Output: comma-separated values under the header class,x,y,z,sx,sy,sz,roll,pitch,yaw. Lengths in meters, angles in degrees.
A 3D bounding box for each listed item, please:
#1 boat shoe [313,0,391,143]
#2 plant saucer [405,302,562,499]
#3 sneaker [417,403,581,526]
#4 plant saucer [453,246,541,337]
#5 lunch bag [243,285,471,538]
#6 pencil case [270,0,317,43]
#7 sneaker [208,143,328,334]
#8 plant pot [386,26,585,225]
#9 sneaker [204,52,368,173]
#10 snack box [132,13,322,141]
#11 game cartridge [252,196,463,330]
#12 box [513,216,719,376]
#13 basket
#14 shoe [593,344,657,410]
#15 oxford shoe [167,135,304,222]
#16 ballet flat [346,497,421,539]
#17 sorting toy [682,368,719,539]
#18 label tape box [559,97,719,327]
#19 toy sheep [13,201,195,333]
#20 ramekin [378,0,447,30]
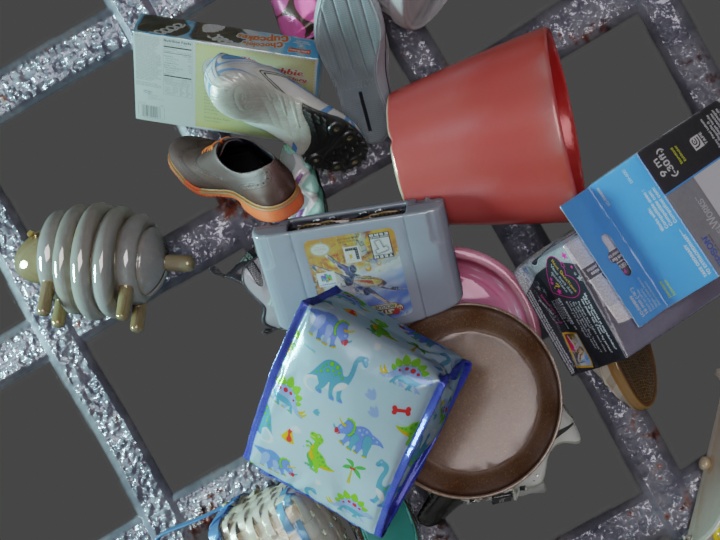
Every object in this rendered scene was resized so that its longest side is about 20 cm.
class,x,y,z,sx,sy,sz,roll,pitch,yaw
boat shoe,-0.007,-0.229,1.531,0.073,0.067,0.201,-3,130,5
plant saucer,0.111,0.135,1.524,0.199,0.037,0.202,-2,81,12
sneaker,0.150,0.218,1.567,0.200,0.074,0.089,-42,86,3
plant saucer,0.093,0.075,1.581,0.199,0.051,0.202,0,90,2
lunch bag,-0.009,0.143,1.466,0.169,0.127,0.201,28,105,14
pencil case,-0.064,-0.338,1.572,0.093,0.091,0.201,-17,92,-3
sneaker,-0.098,-0.029,1.578,0.139,0.078,0.201,-13,89,2
plant pot,0.129,-0.134,1.519,0.176,0.200,0.202,-11,90,14
sneaker,-0.073,-0.166,1.522,0.199,0.073,0.072,28,122,-30
snack box,-0.141,-0.202,1.567,0.199,0.037,0.117,9,134,3
game cartridge,0.000,0.000,1.507,0.199,0.042,0.134,-9,117,11
box,0.282,-0.003,1.500,0.199,0.115,0.133,-29,89,-27
basket,-0.104,0.321,1.551,0.199,0.139,0.177,-29,92,14
shoe,0.256,0.059,1.576,0.070,0.053,0.201,-27,92,-41
oxford shoe,-0.138,-0.117,1.541,0.199,0.073,0.071,22,55,40
ballet flat,0.006,0.241,1.580,0.074,0.074,0.201,-24,89,3
sorting toy,0.450,0.224,1.553,0.179,0.107,0.201,13,91,-16
label tape box,0.314,-0.059,1.430,0.200,0.063,0.145,-32,87,-27
toy sheep,-0.272,-0.007,1.562,0.199,0.138,0.139,4,90,7
ramekin,0.053,-0.357,1.515,0.094,0.202,0.203,27,92,15
